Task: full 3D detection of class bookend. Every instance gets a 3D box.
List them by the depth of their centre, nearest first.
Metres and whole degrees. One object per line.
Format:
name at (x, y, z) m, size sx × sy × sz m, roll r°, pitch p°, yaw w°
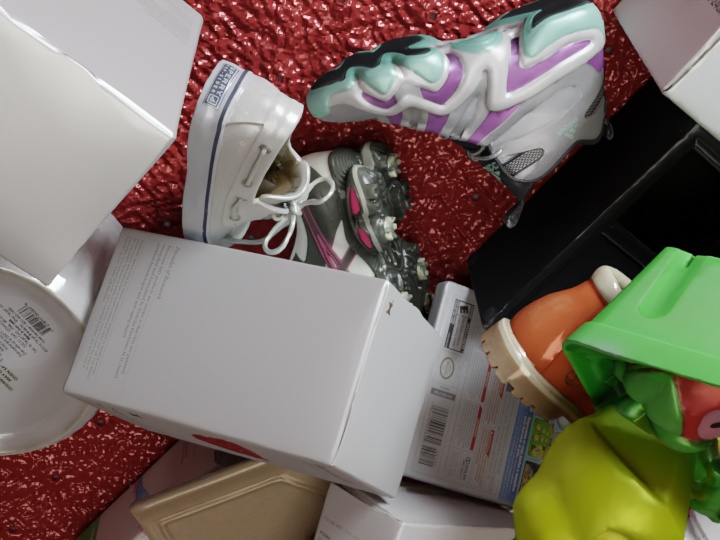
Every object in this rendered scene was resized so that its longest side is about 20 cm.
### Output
bookend at (0.218, 0.003, 0.821) m, size 0.199 × 0.092 × 0.200 m, roll 36°, pitch 113°, yaw -21°

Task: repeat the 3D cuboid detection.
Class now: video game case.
video game case at (0.128, 0.107, 0.856) m, size 0.200 × 0.018 × 0.143 m, roll 20°, pitch 76°, yaw -22°

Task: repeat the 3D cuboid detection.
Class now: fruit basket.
fruit basket at (0.189, 0.114, 0.683) m, size 0.155 × 0.216 × 0.216 m, roll 17°, pitch 130°, yaw 39°

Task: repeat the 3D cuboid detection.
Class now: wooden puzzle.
wooden puzzle at (-0.050, 0.206, 0.865) m, size 0.185 × 0.037 × 0.200 m, roll -21°, pitch 122°, yaw 5°

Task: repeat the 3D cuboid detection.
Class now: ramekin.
ramekin at (-0.257, 0.036, 0.809) m, size 0.200 × 0.105 × 0.201 m, roll -1°, pitch 119°, yaw -2°

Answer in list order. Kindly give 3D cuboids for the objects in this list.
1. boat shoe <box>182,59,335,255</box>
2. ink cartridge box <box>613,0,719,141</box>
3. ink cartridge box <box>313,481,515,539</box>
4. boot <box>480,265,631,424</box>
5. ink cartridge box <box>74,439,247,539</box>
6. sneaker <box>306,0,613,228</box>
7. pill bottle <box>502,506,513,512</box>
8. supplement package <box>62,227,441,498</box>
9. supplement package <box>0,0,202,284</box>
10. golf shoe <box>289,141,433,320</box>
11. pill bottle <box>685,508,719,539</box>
boat shoe at (-0.061, -0.057, 0.735) m, size 0.086 × 0.075 × 0.202 m, roll 23°, pitch 153°, yaw 1°
ink cartridge box at (0.268, -0.115, 0.726) m, size 0.200 × 0.145 × 0.083 m, roll 33°, pitch 115°, yaw -20°
ink cartridge box at (0.028, 0.258, 0.808) m, size 0.147 × 0.086 × 0.200 m, roll 13°, pitch 96°, yaw -39°
boot at (0.181, 0.070, 0.775) m, size 0.107 × 0.075 × 0.200 m, roll -39°, pitch 132°, yaw 17°
ink cartridge box at (-0.125, 0.227, 0.934) m, size 0.145 × 0.088 × 0.200 m, roll 39°, pitch 107°, yaw -22°
sneaker at (0.073, -0.090, 0.763) m, size 0.200 × 0.078 × 0.140 m, roll -14°, pitch 113°, yaw 5°
pill bottle at (0.138, 0.252, 0.898) m, size 0.114 × 0.114 × 0.200 m, roll -20°, pitch 76°, yaw 9°
supplement package at (-0.068, 0.061, 0.757) m, size 0.200 × 0.120 × 0.121 m, roll 11°, pitch 164°, yaw 24°
supplement package at (-0.180, -0.110, 0.666) m, size 0.121 × 0.200 × 0.120 m, roll 37°, pitch 112°, yaw -20°
golf shoe at (0.000, 0.000, 0.832) m, size 0.088 × 0.077 × 0.200 m, roll -2°, pitch 120°, yaw 22°
pill bottle at (0.247, 0.276, 0.967) m, size 0.200 × 0.113 × 0.113 m, roll -41°, pitch 114°, yaw 18°
